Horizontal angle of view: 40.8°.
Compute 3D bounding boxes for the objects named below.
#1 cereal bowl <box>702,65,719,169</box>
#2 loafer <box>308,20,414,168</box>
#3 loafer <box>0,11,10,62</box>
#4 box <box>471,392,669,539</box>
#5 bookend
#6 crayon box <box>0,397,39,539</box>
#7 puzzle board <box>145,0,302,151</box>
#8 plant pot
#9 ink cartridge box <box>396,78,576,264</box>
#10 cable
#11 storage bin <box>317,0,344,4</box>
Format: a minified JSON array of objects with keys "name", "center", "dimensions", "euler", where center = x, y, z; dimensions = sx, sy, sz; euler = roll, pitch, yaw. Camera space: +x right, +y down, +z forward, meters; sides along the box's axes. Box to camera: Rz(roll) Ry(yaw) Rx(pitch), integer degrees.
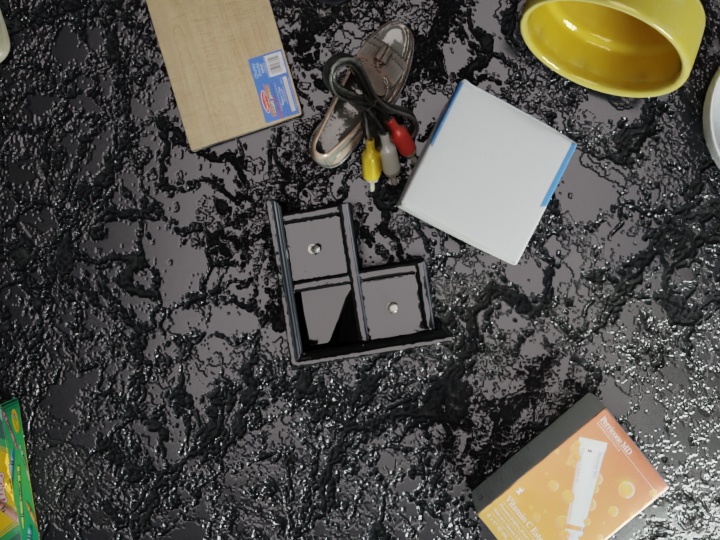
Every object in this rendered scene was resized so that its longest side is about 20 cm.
[{"name":"cereal bowl","center":[0.497,-0.180,1.143],"dimensions":[0.196,0.083,0.205],"euler":[0,93,3]},{"name":"loafer","center":[0.003,-0.213,1.176],"dimensions":[0.071,0.063,0.202],"euler":[33,95,1]},{"name":"loafer","center":[-0.492,-0.353,1.191],"dimensions":[0.075,0.068,0.203],"euler":[-23,92,4]},{"name":"box","center":[0.250,0.266,1.175],"dimensions":[0.199,0.097,0.125],"euler":[-41,91,4]},{"name":"bookend","center":[0.000,0.000,1.175],"dimensions":[0.196,0.092,0.203],"euler":[-8,93,2]},{"name":"crayon box","center":[-0.487,0.273,1.233],"dimensions":[0.116,0.058,0.204],"euler":[-8,93,3]},{"name":"puzzle board","center":[-0.170,-0.268,1.207],"dimensions":[0.148,0.017,0.204],"euler":[-17,93,3]},{"name":"plant pot","center":[0.304,-0.330,1.101],"dimensions":[0.198,0.201,0.192],"euler":[23,78,1]},{"name":"ink cartridge box","center":[0.136,-0.108,1.108],"dimensions":[0.143,0.200,0.149],"euler":[27,94,-1]},{"name":"cable","center":[0.023,-0.181,1.135],"dimensions":[0.096,0.201,0.050],"euler":[-35,55,-7]},{"name":"storage bin","center":[-0.041,-0.431,1.131],"dimensions":[0.143,0.134,0.204],"euler":[16,95,2]}]
